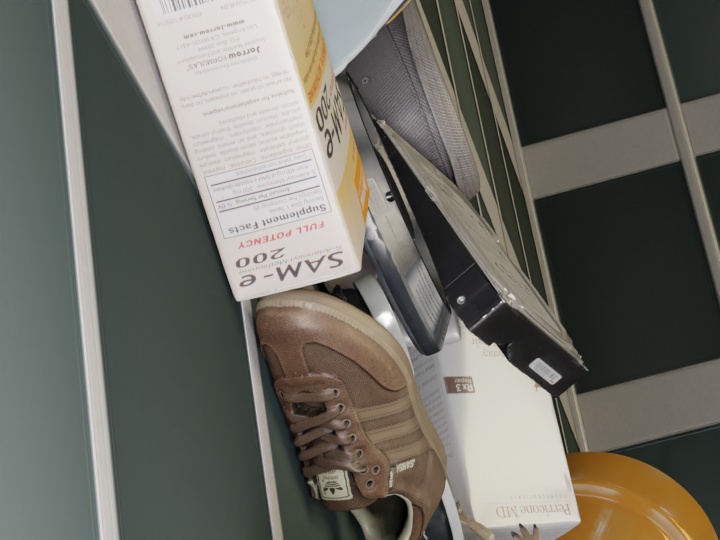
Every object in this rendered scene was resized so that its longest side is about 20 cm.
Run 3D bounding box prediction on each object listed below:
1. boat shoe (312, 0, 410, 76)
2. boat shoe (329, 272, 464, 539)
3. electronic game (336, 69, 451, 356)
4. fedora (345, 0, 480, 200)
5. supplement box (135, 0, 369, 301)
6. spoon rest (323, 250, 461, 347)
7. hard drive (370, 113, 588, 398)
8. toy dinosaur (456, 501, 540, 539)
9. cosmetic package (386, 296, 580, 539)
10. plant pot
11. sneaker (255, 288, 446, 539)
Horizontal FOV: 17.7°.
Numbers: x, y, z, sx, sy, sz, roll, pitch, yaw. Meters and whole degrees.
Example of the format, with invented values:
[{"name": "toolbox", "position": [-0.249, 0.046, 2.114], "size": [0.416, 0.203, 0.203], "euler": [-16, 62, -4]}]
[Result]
[{"name": "boat shoe", "position": [-0.010, -0.159, 1.358], "size": [0.071, 0.200, 0.091], "euler": [47, -13, 3]}, {"name": "boat shoe", "position": [0.012, 0.098, 1.401], "size": [0.076, 0.060, 0.201], "euler": [-123, -167, -70]}, {"name": "electronic game", "position": [0.007, -0.041, 1.433], "size": [0.200, 0.041, 0.201], "euler": [-24, 90, -86]}, {"name": "fedora", "position": [0.024, -0.131, 1.791], "size": [0.177, 0.090, 0.201], "euler": [67, 4, -53]}, {"name": "supplement box", "position": [-0.057, -0.102, 1.228], "size": [0.126, 0.073, 0.201], "euler": [-83, 158, -68]}, {"name": "spoon rest", "position": [0.000, 0.000, 1.562], "size": [0.200, 0.060, 0.100], "euler": [45, 28, -49]}, {"name": "hard drive", "position": [0.073, -0.011, 1.625], "size": [0.140, 0.038, 0.200], "euler": [38, 14, -51]}, {"name": "toy dinosaur", "position": [0.091, 0.214, 1.481], "size": [0.200, 0.058, 0.101], "euler": [-126, -154, -42]}, {"name": "cosmetic package", "position": [0.085, 0.105, 1.703], "size": [0.074, 0.101, 0.201], "euler": [-39, -122, 49]}, {"name": "plant pot", "position": [0.174, 0.272, 1.830], "size": [0.183, 0.199, 0.201], "euler": [-49, 125, -62]}, {"name": "sneaker", "position": [-0.004, 0.090, 1.276], "size": [0.200, 0.070, 0.076], "euler": [55, 41, -44]}]
